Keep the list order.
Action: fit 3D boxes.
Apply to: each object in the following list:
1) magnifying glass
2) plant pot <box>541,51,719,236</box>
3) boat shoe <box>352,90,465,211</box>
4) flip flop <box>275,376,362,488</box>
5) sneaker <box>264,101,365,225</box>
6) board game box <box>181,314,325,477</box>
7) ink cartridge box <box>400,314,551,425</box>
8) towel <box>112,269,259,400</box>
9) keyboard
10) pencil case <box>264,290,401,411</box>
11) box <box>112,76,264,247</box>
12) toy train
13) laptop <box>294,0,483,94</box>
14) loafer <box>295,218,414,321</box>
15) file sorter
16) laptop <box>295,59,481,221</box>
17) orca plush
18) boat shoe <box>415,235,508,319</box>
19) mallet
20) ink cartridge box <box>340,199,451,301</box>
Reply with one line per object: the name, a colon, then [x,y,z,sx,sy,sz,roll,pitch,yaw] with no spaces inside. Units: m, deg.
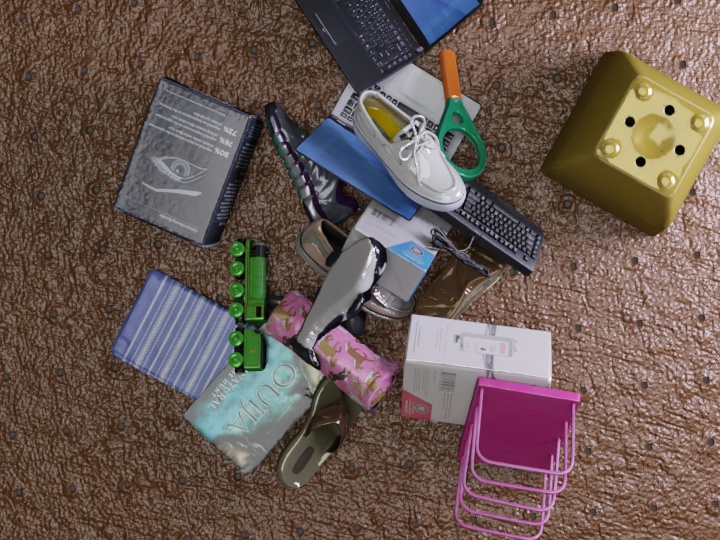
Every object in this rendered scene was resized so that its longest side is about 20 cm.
magnifying glass: [0.131,-0.217,1.487,0.078,0.022,0.203,7,66,-27]
plant pot: [0.373,-0.172,1.417,0.192,0.200,0.197,30,97,3]
boat shoe: [0.066,-0.168,1.408,0.074,0.086,0.202,-33,68,-19]
flip flop: [-0.051,0.230,1.539,0.081,0.057,0.201,36,86,-25]
sneaker: [-0.067,-0.160,1.538,0.087,0.074,0.202,-25,102,-3]
board game box: [-0.148,0.184,1.569,0.135,0.028,0.200,42,93,-2]
ink cartridge box: [0.159,0.147,1.483,0.196,0.148,0.084,7,51,5]
towel: [-0.259,0.106,1.595,0.198,0.024,0.146,28,94,2]
keyboard: [0.160,-0.056,1.456,0.198,0.021,0.128,32,65,-14]
pencil case: [-0.041,0.109,1.494,0.199,0.087,0.083,35,55,11]
box: [-0.245,-0.153,1.532,0.146,0.104,0.203,23,96,4]
toy train: [-0.160,0.050,1.544,0.055,0.042,0.204,-2,77,7]
laptop: [0.036,-0.380,1.484,0.199,0.103,0.178,-34,89,-23]
loafer: [0.000,0.000,1.509,0.199,0.072,0.063,35,140,-12]
file sorter: [0.206,0.261,1.443,0.137,0.201,0.127,9,52,3]
laptop: [0.043,-0.199,1.484,0.186,0.116,0.202,31,92,4]
orca plush: [-0.012,0.045,1.420,0.070,0.105,0.202,14,108,-38]
boat shoe: [0.155,0.004,1.525,0.200,0.063,0.073,-45,75,0]
mallet: [-0.084,0.041,1.563,0.197,0.041,0.067,15,96,9]
ink cartridge box: [0.062,-0.061,1.491,0.115,0.201,0.067,31,131,3]
